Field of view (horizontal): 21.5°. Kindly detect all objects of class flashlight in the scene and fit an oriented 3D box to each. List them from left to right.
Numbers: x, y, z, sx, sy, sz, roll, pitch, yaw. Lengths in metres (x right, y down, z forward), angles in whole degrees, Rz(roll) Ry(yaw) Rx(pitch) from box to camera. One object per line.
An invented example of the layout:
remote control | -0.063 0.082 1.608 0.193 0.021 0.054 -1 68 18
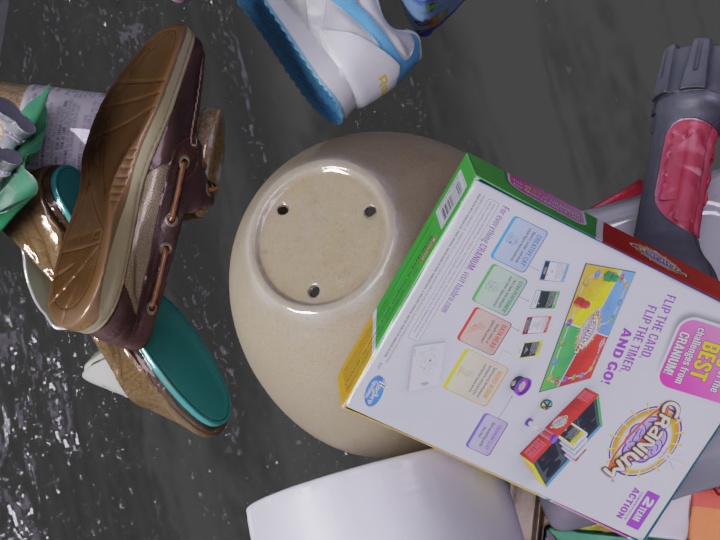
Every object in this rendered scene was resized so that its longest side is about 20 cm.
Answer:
flashlight | 0.198 -0.044 1.142 0.067 0.068 0.201 13 69 7

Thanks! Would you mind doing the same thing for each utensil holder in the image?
utensil holder | 0.030 0.217 1.115 0.169 0.170 0.201 -15 78 -1

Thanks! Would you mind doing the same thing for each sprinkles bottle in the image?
sprinkles bottle | -0.189 -0.084 1.214 0.199 0.068 0.069 7 81 3

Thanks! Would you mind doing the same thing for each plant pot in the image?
plant pot | 0.000 0.000 1.132 0.199 0.134 0.202 -7 71 21

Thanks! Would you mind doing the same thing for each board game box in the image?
board game box | 0.109 0.047 1.053 0.199 0.040 0.154 26 108 -15

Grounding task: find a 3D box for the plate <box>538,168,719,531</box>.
plate | 0.182 0.039 1.162 0.199 0.032 0.201 -15 67 -2

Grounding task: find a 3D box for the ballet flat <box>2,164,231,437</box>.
ballet flat | -0.160 0.028 1.192 0.072 0.068 0.200 -28 104 28

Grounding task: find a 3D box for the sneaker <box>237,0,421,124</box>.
sneaker | -0.039 -0.196 1.231 0.081 0.077 0.201 -32 88 -12

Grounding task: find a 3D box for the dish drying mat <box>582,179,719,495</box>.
dish drying mat | 0.199 0.039 1.187 0.076 0.018 0.201 -28 68 -9

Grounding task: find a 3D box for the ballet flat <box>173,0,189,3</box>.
ballet flat | -0.160 -0.258 1.248 0.071 0.069 0.201 -20 77 17

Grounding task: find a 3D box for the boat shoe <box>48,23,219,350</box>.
boat shoe | -0.125 -0.049 1.149 0.072 0.072 0.201 27 67 -35

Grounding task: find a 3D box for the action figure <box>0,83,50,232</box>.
action figure | -0.257 -0.021 1.168 0.055 0.200 0.118 31 38 -15

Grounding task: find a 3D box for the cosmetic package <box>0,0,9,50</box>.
cosmetic package | -0.266 -0.232 1.218 0.081 0.113 0.201 10 84 3

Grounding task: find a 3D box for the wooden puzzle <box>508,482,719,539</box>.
wooden puzzle | 0.181 0.142 1.186 0.184 0.037 0.201 6 81 3

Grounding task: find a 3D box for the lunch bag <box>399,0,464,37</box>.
lunch bag | 0.029 -0.270 1.196 0.094 0.151 0.201 -28 82 -3
